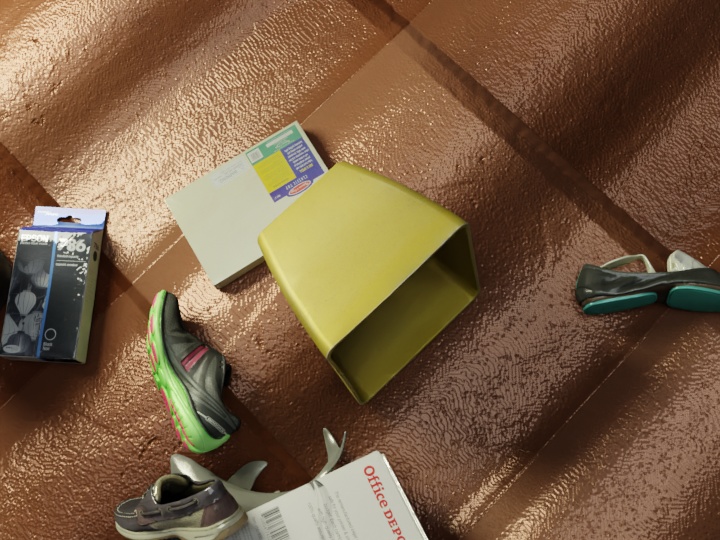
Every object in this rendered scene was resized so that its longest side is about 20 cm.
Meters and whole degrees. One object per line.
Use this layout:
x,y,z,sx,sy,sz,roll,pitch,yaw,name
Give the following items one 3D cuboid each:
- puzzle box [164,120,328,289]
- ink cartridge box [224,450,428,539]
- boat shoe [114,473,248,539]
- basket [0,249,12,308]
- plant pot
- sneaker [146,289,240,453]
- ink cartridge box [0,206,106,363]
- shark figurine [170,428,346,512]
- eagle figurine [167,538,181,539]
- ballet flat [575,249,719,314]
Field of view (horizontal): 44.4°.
-0.129,-0.083,1.109,0.199,0.025,0.134,-31,75,-5,puzzle box
-0.034,0.305,0.934,0.198,0.083,0.147,-23,45,-9,ink cartridge box
-0.202,0.252,0.957,0.072,0.199,0.065,-25,100,-46,boat shoe
-0.498,-0.010,1.021,0.135,0.200,0.181,31,80,10,basket
0.000,0.000,1.004,0.200,0.200,0.176,-42,65,-8,plant pot
-0.199,0.116,1.046,0.083,0.077,0.201,-15,72,-27,sneaker
-0.379,0.012,1.093,0.098,0.039,0.202,2,75,4,ink cartridge box
-0.109,0.252,0.989,0.212,0.090,0.129,-11,76,2,shark figurine
-0.212,0.378,0.927,0.150,0.200,0.153,8,91,-12,eagle figurine
0.353,0.011,1.037,0.198,0.068,0.069,-1,67,3,ballet flat
